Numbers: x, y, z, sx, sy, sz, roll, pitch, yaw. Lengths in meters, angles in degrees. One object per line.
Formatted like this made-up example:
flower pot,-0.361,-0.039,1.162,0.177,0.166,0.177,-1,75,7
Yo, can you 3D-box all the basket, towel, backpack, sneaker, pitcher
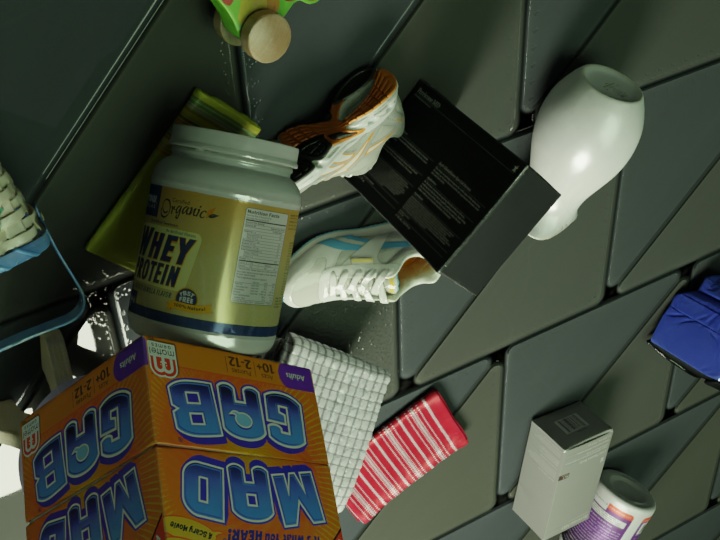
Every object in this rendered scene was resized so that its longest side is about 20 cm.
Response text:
basket,-0.355,-0.007,0.978,0.176,0.139,0.201,-28,125,-16
towel,-0.074,0.182,1.343,0.165,0.085,0.201,21,85,-36
backpack,0.586,0.111,1.748,0.200,0.162,0.168,25,102,-44
sneaker,-0.028,-0.119,1.184,0.200,0.076,0.092,-38,141,-4
pitcher,0.273,-0.150,1.362,0.171,0.121,0.200,-26,149,-45
towel,0.053,0.263,1.577,0.200,0.022,0.145,-37,136,-7
towel,-0.190,-0.086,1.131,0.086,0.018,0.200,29,103,-41
sneaker,0.000,0.000,1.289,0.199,0.081,0.077,-18,133,-23

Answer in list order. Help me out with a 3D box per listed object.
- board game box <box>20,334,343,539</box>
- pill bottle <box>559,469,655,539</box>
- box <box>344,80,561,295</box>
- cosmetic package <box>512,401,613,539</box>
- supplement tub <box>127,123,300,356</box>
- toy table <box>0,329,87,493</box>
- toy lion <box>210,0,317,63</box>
board game box,-0.164,0.203,1.018,0.200,0.201,0.200,-33,146,34
pill bottle,0.409,0.450,1.918,0.111,0.111,0.201,8,117,-40
box,0.094,-0.091,1.198,0.079,0.200,0.141,28,105,-45
cosmetic package,0.316,0.316,1.765,0.106,0.090,0.201,-19,129,-28
supplement tub,-0.135,-0.029,1.065,0.144,0.144,0.201,8,94,-40
toy table,-0.302,0.163,1.167,0.183,0.117,0.201,-2,124,-36
toy lion,-0.087,-0.297,0.978,0.200,0.069,0.192,30,95,-47
